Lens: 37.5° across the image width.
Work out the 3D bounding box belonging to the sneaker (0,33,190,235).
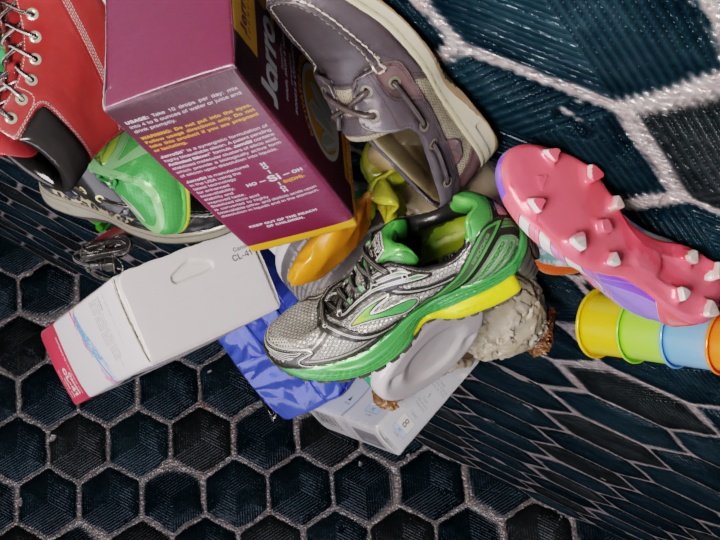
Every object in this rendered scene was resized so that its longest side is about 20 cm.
[{"bbox_3d":[-0.205,-0.100,0.801,0.074,0.084,0.201,-8,125,46],"label":"sneaker"}]

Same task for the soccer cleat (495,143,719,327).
[{"bbox_3d":[0.159,-0.017,0.714,0.199,0.067,0.076,28,158,-23],"label":"soccer cleat"}]

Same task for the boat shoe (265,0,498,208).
[{"bbox_3d":[0.012,-0.108,0.656,0.072,0.065,0.200,14,162,46],"label":"boat shoe"}]

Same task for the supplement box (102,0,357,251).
[{"bbox_3d":[-0.077,-0.108,0.681,0.085,0.111,0.200,-14,153,16],"label":"supplement box"}]

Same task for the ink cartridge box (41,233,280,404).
[{"bbox_3d":[-0.189,0.044,0.981,0.200,0.147,0.086,-24,91,54],"label":"ink cartridge box"}]

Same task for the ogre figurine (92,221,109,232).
[{"bbox_3d":[-0.283,-0.101,1.241,0.198,0.099,0.120,18,158,-9],"label":"ogre figurine"}]

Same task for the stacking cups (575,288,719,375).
[{"bbox_3d":[0.257,0.051,0.808,0.060,0.061,0.199,35,164,-33],"label":"stacking cups"}]

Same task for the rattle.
[{"bbox_3d":[0.072,-0.008,0.785,0.199,0.143,0.130,37,147,-16],"label":"rattle"}]

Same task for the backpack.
[{"bbox_3d":[-0.075,0.023,1.136,0.167,0.163,0.200,-30,113,24],"label":"backpack"}]

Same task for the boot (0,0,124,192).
[{"bbox_3d":[-0.224,-0.156,0.692,0.072,0.145,0.201,-2,132,44],"label":"boot"}]

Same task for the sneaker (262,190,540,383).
[{"bbox_3d":[0.015,0.005,0.713,0.085,0.199,0.078,45,-158,-43],"label":"sneaker"}]

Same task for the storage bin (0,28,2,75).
[{"bbox_3d":[-0.296,-0.163,1.018,0.135,0.094,0.200,17,163,40],"label":"storage bin"}]

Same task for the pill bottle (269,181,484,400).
[{"bbox_3d":[0.000,0.000,0.881,0.200,0.113,0.113,48,178,26],"label":"pill bottle"}]

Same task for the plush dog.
[{"bbox_3d":[0.087,0.040,0.973,0.171,0.162,0.200,-15,143,36],"label":"plush dog"}]

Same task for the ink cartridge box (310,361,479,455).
[{"bbox_3d":[0.051,0.096,1.127,0.047,0.200,0.160,50,160,-21],"label":"ink cartridge box"}]

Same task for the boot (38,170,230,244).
[{"bbox_3d":[-0.197,-0.106,0.891,0.202,0.074,0.154,11,140,15],"label":"boot"}]

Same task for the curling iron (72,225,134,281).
[{"bbox_3d":[-0.167,-0.050,0.961,0.050,0.199,0.026,44,155,31],"label":"curling iron"}]
